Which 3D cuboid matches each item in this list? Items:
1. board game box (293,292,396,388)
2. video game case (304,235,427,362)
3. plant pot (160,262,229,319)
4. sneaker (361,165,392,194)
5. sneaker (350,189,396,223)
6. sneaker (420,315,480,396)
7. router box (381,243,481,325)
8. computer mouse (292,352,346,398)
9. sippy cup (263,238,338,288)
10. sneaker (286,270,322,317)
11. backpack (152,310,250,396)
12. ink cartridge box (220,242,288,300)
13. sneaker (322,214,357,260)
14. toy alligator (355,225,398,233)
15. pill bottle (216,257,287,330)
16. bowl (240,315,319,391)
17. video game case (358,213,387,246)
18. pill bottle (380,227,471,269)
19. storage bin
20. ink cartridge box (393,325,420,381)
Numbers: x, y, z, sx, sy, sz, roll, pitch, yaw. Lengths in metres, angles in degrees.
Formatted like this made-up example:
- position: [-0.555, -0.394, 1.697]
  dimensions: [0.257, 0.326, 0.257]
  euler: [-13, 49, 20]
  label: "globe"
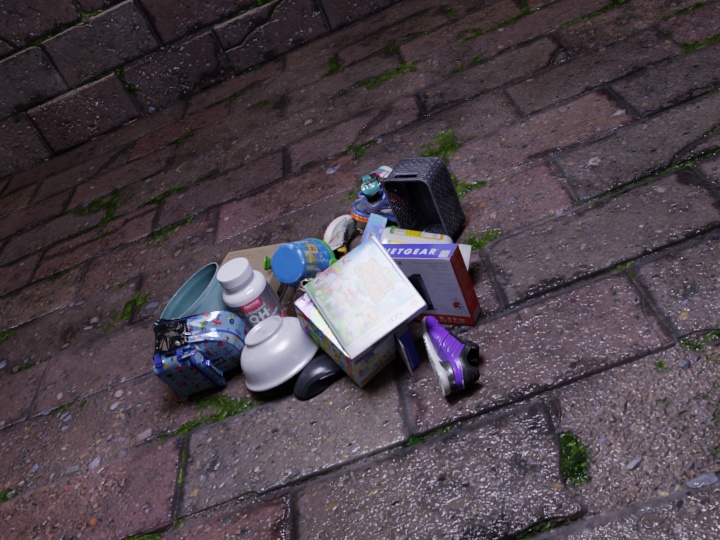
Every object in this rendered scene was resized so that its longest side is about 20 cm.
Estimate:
- position: [-0.031, 0.123, 1.505]
  dimensions: [0.105, 0.103, 0.200]
  euler: [-39, 61, -18]
  label: "board game box"
- position: [0.007, 0.052, 1.450]
  dimensions: [0.181, 0.022, 0.201]
  euler: [-36, 59, -1]
  label: "video game case"
- position: [-0.374, 0.100, 1.787]
  dimensions: [0.200, 0.134, 0.201]
  euler: [-37, 24, 20]
  label: "plant pot"
- position: [0.065, -0.230, 2.002]
  dimensions: [0.120, 0.084, 0.199]
  euler: [-33, 26, -19]
  label: "sneaker"
- position: [0.074, -0.172, 1.892]
  dimensions: [0.197, 0.079, 0.076]
  euler: [-7, 35, -14]
  label: "sneaker"
- position: [0.182, 0.158, 1.426]
  dimensions: [0.098, 0.070, 0.201]
  euler: [-17, 38, 1]
  label: "sneaker"
- position: [0.133, 0.028, 1.523]
  dimensions: [0.198, 0.181, 0.049]
  euler: [1, 41, 36]
  label: "router box"
- position: [-0.072, 0.183, 1.573]
  dimensions: [0.198, 0.046, 0.141]
  euler: [-30, 35, -5]
  label: "computer mouse"
- position: [-0.145, -0.014, 1.763]
  dimensions: [0.177, 0.130, 0.141]
  euler: [-36, 74, 20]
  label: "sippy cup"
- position: [-0.121, 0.052, 1.707]
  dimensions: [0.199, 0.076, 0.071]
  euler: [-28, 24, 43]
  label: "sneaker"
- position: [-0.347, 0.180, 1.648]
  dimensions: [0.197, 0.183, 0.136]
  euler: [-16, 52, 8]
  label: "backpack"
- position: [-0.283, 0.017, 1.916]
  dimensions: [0.198, 0.076, 0.166]
  euler: [-7, 39, 25]
  label: "ink cartridge box"
- position: [-0.056, -0.059, 1.876]
  dimensions: [0.081, 0.078, 0.201]
  euler: [8, 56, 35]
  label: "sneaker"
- position: [0.036, -0.083, 1.859]
  dimensions: [0.199, 0.059, 0.055]
  euler: [2, 75, 60]
  label: "toy alligator"
- position: [-0.255, 0.071, 1.709]
  dimensions: [0.109, 0.201, 0.111]
  euler: [-18, 35, 13]
  label: "pill bottle"
- position: [-0.191, 0.164, 1.604]
  dimensions: [0.199, 0.091, 0.202]
  euler: [-27, 22, 12]
  label: "bowl"
- position: [0.000, 0.000, 1.662]
  dimensions: [0.045, 0.182, 0.201]
  euler: [20, 42, -3]
  label: "video game case"
- position: [0.143, -0.027, 1.615]
  dimensions: [0.197, 0.114, 0.113]
  euler: [8, 41, 8]
  label: "pill bottle"
- position: [0.153, -0.162, 1.745]
  dimensions: [0.134, 0.201, 0.094]
  euler: [4, 43, 38]
  label: "storage bin"
- position: [0.078, 0.130, 1.497]
  dimensions: [0.037, 0.095, 0.201]
  euler: [-23, 33, -4]
  label: "ink cartridge box"
